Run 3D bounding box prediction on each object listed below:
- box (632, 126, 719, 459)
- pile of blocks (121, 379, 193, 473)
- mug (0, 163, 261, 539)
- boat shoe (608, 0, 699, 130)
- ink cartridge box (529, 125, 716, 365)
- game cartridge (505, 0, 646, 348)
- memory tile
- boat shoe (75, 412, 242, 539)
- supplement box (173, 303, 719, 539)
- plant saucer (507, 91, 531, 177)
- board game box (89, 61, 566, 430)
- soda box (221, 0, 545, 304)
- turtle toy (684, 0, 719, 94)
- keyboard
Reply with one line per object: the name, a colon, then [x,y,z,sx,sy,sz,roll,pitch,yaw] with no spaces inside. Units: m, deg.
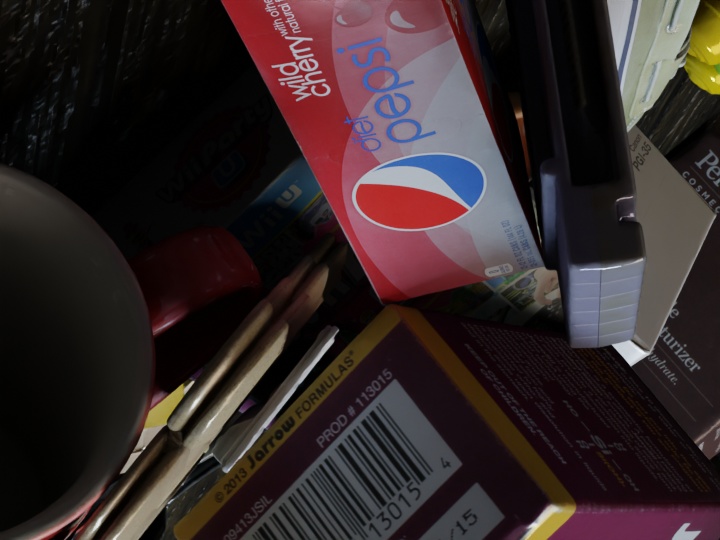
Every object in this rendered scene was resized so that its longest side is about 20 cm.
box: [0.223,0.039,1.566,0.200,0.166,0.164,-40,165,-5]
pile of blocks: [-0.060,0.003,0.965,0.200,0.062,0.082,-41,137,6]
mug: [-0.128,0.063,0.767,0.177,0.133,0.200,3,157,-12]
boat shoe: [0.125,-0.105,1.039,0.062,0.072,0.200,-7,159,-3]
ink cartridge box: [0.080,0.026,1.181,0.200,0.083,0.147,-39,-170,39]
game cartridge: [0.070,-0.081,0.785,0.038,0.200,0.130,-7,165,-1]
memory tile: [-0.061,0.060,0.764,0.153,0.017,0.200,-52,180,12]
boat shoe: [-0.133,0.124,1.124,0.201,0.063,0.074,-44,167,20]
supplement box: [0.045,0.098,0.870,0.131,0.103,0.200,-47,155,18]
plant saucer: [0.009,-0.022,1.093,0.200,0.037,0.200,-37,165,-11]
board game box: [0.000,0.000,0.909,0.148,0.064,0.200,-43,135,8]
soda box: [0.007,-0.070,0.725,0.063,0.070,0.200,-14,146,10]
turtle toy: [0.266,-0.138,1.274,0.146,0.101,0.200,-41,166,3]
keyboard: [-0.027,0.042,0.776,0.056,0.011,0.200,-46,180,-2]
